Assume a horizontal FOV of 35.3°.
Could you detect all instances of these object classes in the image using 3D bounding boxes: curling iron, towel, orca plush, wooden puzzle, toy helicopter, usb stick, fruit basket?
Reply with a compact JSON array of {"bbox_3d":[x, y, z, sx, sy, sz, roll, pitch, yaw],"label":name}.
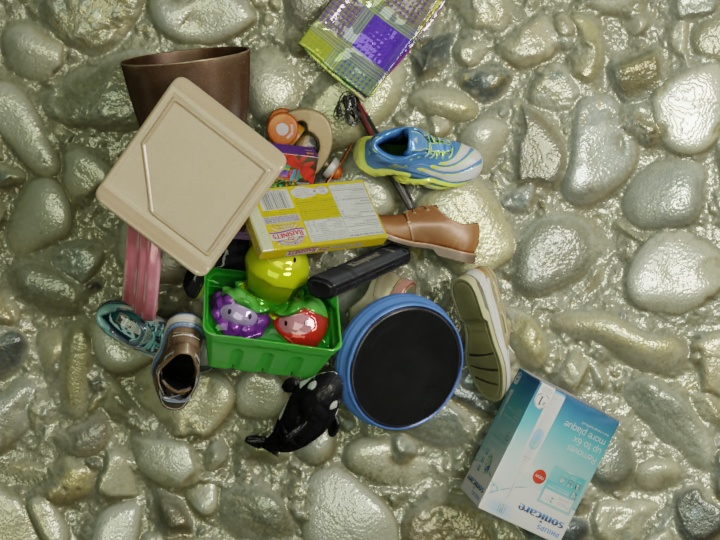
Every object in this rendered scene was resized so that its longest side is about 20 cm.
[{"bbox_3d":[0.023,-0.176,1.681,0.049,0.026,0.201,-33,91,-19],"label":"curling iron"},{"bbox_3d":[0.017,-0.370,1.675,0.143,0.023,0.201,39,87,0],"label":"towel"},{"bbox_3d":[-0.102,0.218,1.623,0.199,0.071,0.106,-28,96,35],"label":"orca plush"},{"bbox_3d":[-0.225,-0.124,1.509,0.184,0.037,0.201,37,90,-7],"label":"wooden puzzle"},{"bbox_3d":[-0.087,-0.138,1.676,0.130,0.079,0.203,11,102,-7],"label":"toy helicopter"},{"bbox_3d":[0.000,0.000,1.608,0.055,0.199,0.033,5,108,37],"label":"usb stick"},{"bbox_3d":[-0.122,0.038,1.599,0.212,0.157,0.218,-3,133,-3],"label":"fruit basket"}]

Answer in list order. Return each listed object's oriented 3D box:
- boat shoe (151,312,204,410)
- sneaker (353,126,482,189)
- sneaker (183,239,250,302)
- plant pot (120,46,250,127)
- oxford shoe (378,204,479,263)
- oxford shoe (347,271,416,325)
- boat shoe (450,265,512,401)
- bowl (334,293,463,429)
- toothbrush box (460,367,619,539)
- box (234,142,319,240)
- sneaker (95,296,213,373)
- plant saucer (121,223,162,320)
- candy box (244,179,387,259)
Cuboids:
[{"bbox_3d":[-0.266,0.149,1.622,0.071,0.201,0.073,6,48,-8],"label":"boat shoe"},{"bbox_3d":[0.092,-0.162,1.626,0.197,0.105,0.077,0,84,-12],"label":"sneaker"},{"bbox_3d":[-0.190,-0.035,1.684,0.082,0.072,0.202,28,93,-22],"label":"sneaker"},{"bbox_3d":[-0.239,-0.208,1.628,0.184,0.187,0.203,-5,106,2],"label":"plant pot"},{"bbox_3d":[0.080,-0.067,1.661,0.197,0.071,0.072,13,97,-8],"label":"oxford shoe"},{"bbox_3d":[0.009,0.093,1.676,0.073,0.071,0.202,28,89,23],"label":"oxford shoe"},{"bbox_3d":[0.191,0.091,1.655,0.068,0.074,0.203,-30,115,-39],"label":"boat shoe"},{"bbox_3d":[0.059,0.135,1.635,0.198,0.039,0.204,-6,105,-23],"label":"bowl"},{"bbox_3d":[0.258,0.268,1.635,0.145,0.085,0.202,27,92,-16],"label":"toothbrush box"},{"bbox_3d":[-0.167,-0.113,1.595,0.197,0.039,0.139,3,117,-22],"label":"box"},{"bbox_3d":[-0.303,0.103,1.668,0.197,0.086,0.079,21,91,1],"label":"sneaker"},{"bbox_3d":[-0.310,-0.032,1.607,0.050,0.200,0.204,3,91,-13],"label":"plant saucer"},{"bbox_3d":[-0.066,-0.072,1.571,0.197,0.026,0.103,-7,62,-30],"label":"candy box"}]
